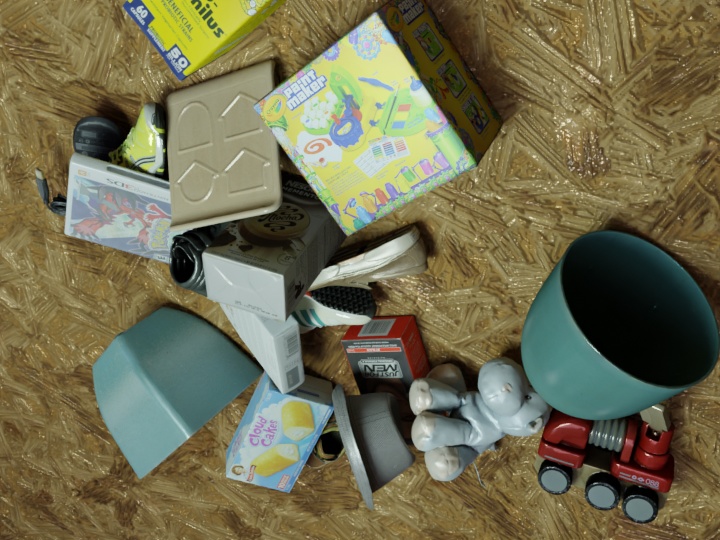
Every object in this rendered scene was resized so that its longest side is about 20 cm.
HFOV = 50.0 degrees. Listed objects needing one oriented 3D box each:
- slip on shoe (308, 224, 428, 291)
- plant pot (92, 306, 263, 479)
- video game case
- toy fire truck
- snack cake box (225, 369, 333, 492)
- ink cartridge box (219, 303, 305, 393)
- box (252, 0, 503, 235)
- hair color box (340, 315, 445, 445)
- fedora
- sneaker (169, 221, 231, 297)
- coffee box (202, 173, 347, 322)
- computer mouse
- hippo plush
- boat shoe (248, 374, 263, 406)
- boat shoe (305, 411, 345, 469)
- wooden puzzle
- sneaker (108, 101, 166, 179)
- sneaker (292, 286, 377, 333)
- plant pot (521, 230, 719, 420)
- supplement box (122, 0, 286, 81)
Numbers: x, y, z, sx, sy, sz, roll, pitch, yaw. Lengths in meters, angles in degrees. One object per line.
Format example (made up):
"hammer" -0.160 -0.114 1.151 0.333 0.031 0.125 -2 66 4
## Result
"slip on shoe" 0.000 0.000 1.056 0.199 0.076 0.061 -22 105 22
"plant pot" -0.324 0.181 1.279 0.200 0.196 0.196 50 130 0
"video game case" -0.336 -0.082 1.130 0.181 0.023 0.200 16 149 -15
"toy fire truck" 0.333 0.219 1.022 0.175 0.129 0.201 15 116 17
"snack cake box" -0.134 0.259 1.257 0.114 0.067 0.201 17 118 -18
"ink cartridge box" -0.157 0.067 1.158 0.200 0.047 0.161 49 157 30
"box" 0.021 -0.180 0.895 0.199 0.122 0.193 -25 108 37
"hair color box" 0.053 0.167 1.156 0.101 0.061 0.201 -5 120 28
"fedora" 0.024 0.241 1.103 0.090 0.178 0.201 -17 140 -2
"sneaker" -0.202 -0.059 1.056 0.070 0.099 0.201 13 92 33
"coffee box" -0.104 -0.036 1.005 0.112 0.200 0.080 15 131 16
"computer mouse" -0.419 -0.160 1.165 0.139 0.046 0.201 4 135 -6
"hippo plush" 0.175 0.209 1.059 0.160 0.159 0.200 -26 107 38
"boat shoe" -0.168 0.261 1.326 0.062 0.072 0.201 25 128 1
"boat shoe" -0.057 0.283 1.285 0.072 0.068 0.200 34 131 0
"wooden puzzle" -0.175 -0.157 1.010 0.184 0.046 0.202 -8 79 31
"sneaker" -0.317 -0.154 1.090 0.076 0.076 0.200 8 138 -19
"sneaker" -0.063 0.054 1.140 0.199 0.071 0.094 11 137 22
"plant pot" 0.282 0.081 0.903 0.200 0.201 0.161 33 141 3
"supplement box" -0.158 -0.330 0.892 0.199 0.110 0.109 -28 107 37
